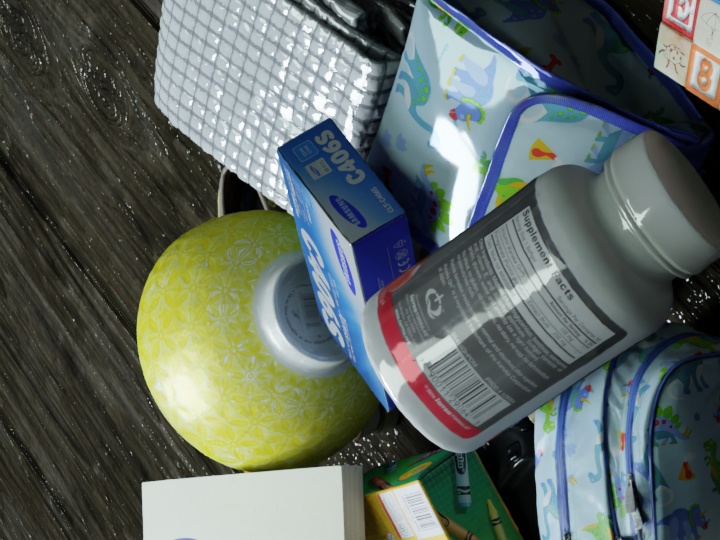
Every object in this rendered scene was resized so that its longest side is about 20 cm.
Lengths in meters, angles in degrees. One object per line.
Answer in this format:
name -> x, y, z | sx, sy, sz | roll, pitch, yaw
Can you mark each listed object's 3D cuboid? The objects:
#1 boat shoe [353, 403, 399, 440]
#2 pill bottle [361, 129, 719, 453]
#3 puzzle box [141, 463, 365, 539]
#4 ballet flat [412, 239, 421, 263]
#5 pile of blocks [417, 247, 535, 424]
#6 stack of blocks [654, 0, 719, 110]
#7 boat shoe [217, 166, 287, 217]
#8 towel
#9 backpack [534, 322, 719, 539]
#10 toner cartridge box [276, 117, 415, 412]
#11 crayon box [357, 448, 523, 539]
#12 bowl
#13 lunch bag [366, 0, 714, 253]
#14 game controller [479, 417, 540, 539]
boat shoe -> -0.052, 0.077, 1.699 | 0.200, 0.068, 0.075 | 28, 126, 52
pill bottle -> 0.107, 0.009, 1.220 | 0.200, 0.111, 0.111 | -35, 69, 22
puzzle box -> -0.079, 0.212, 1.542 | 0.200, 0.025, 0.134 | -8, 81, 39
ballet flat -> 0.026, -0.023, 1.528 | 0.200, 0.064, 0.067 | 64, 151, 20
pile of blocks -> 0.117, 0.044, 1.428 | 0.062, 0.082, 0.200 | -38, 76, 13
stack of blocks -> 0.246, -0.122, 1.118 | 0.200, 0.058, 0.115 | 42, 137, 43
boat shoe -> -0.073, 0.009, 1.650 | 0.072, 0.059, 0.201 | -23, 62, 35
towel -> -0.046, -0.144, 1.456 | 0.200, 0.085, 0.166 | 36, 134, 25
backpack -> 0.178, 0.131, 1.274 | 0.154, 0.163, 0.201 | -36, 62, 51
toner cartridge box -> 0.000, 0.000, 1.398 | 0.095, 0.043, 0.200 | 51, 165, 33
crayon box -> 0.072, 0.228, 1.513 | 0.119, 0.058, 0.200 | -22, 98, 54
bowl -> -0.050, 0.040, 1.550 | 0.108, 0.200, 0.201 | -31, 77, 58
lunch bag -> 0.111, -0.071, 1.315 | 0.200, 0.127, 0.170 | 41, 136, 24
game controller -> 0.107, 0.188, 1.527 | 0.104, 0.042, 0.200 | 48, 144, 15
